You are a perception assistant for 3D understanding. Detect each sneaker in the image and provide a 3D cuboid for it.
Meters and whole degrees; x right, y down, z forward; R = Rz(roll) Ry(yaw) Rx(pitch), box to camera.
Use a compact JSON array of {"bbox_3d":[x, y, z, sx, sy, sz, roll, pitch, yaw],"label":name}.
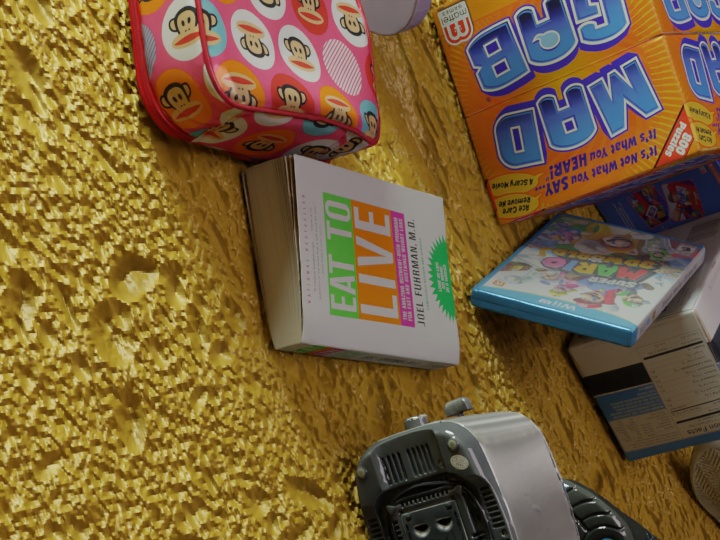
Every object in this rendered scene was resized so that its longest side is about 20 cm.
[{"bbox_3d":[0.216,0.241,1.315,0.200,0.073,0.082,44,17,-4],"label":"sneaker"},{"bbox_3d":[0.378,0.206,1.575,0.201,0.074,0.085,56,37,-36],"label":"sneaker"}]

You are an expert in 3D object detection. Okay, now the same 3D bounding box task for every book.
[{"bbox_3d":[0.000,0.000,1.179,0.199,0.048,0.135,10,69,-54],"label":"book"}]

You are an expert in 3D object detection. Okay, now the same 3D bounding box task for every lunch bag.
[{"bbox_3d":[-0.073,-0.170,1.124,0.199,0.081,0.178,11,64,-51],"label":"lunch bag"}]

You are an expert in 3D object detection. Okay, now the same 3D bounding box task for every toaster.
[{"bbox_3d":[0.086,0.192,1.136,0.129,0.113,0.202,-12,81,-58],"label":"toaster"}]

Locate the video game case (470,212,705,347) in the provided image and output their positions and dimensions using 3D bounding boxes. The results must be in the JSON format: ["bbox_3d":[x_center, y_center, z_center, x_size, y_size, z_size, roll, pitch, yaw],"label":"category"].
[{"bbox_3d":[0.198,0.004,1.371,0.200,0.142,0.018,-37,136,-54],"label":"video game case"}]

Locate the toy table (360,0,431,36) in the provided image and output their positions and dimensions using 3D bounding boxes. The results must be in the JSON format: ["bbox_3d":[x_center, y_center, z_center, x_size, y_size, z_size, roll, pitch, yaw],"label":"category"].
[{"bbox_3d":[0.026,-0.296,1.265,0.117,0.183,0.202,-27,105,-39],"label":"toy table"}]

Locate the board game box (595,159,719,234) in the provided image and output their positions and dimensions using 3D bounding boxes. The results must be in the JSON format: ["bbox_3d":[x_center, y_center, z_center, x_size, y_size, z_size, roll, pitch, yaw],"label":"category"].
[{"bbox_3d":[0.337,-0.023,1.574,0.201,0.134,0.045,55,37,-21],"label":"board game box"}]

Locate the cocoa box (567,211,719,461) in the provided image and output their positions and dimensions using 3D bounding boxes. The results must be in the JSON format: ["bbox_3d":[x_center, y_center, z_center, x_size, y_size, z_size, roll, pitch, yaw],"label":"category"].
[{"bbox_3d":[0.299,0.058,1.480,0.132,0.132,0.200,60,35,-15],"label":"cocoa box"}]

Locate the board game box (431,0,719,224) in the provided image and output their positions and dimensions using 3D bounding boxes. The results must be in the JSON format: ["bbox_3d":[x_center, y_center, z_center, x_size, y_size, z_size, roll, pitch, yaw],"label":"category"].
[{"bbox_3d":[0.220,-0.175,1.429,0.199,0.198,0.202,-14,85,-56],"label":"board game box"}]
